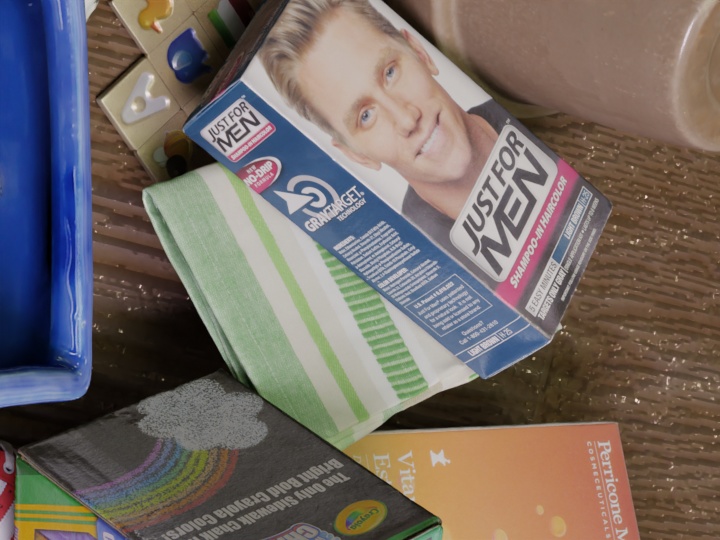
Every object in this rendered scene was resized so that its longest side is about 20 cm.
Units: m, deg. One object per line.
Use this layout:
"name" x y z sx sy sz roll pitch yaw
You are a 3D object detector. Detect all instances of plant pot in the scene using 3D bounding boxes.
"plant pot" 0.138 -0.145 1.144 0.200 0.175 0.201 -23 132 -28
"plant pot" -0.223 -0.041 0.903 0.200 0.179 0.201 11 76 -75

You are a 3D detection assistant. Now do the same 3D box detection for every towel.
"towel" 0.000 0.000 1.136 0.200 0.023 0.153 -24 84 -41

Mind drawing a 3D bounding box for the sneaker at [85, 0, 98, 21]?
"sneaker" -0.151 -0.137 1.043 0.072 0.072 0.201 20 83 -27

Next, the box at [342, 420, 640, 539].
"box" 0.040 0.164 1.172 0.199 0.106 0.153 -1 73 -34

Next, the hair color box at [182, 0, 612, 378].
"hair color box" 0.022 -0.050 1.120 0.200 0.060 0.100 39 52 -14

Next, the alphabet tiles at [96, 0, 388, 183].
"alphabet tiles" -0.038 -0.112 1.163 0.200 0.006 0.167 -45 121 -20

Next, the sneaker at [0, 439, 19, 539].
"sneaker" -0.186 0.079 1.053 0.199 0.071 0.113 4 99 -33

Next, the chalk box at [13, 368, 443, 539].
"chalk box" -0.047 0.154 1.002 0.124 0.200 0.124 -20 129 -38
